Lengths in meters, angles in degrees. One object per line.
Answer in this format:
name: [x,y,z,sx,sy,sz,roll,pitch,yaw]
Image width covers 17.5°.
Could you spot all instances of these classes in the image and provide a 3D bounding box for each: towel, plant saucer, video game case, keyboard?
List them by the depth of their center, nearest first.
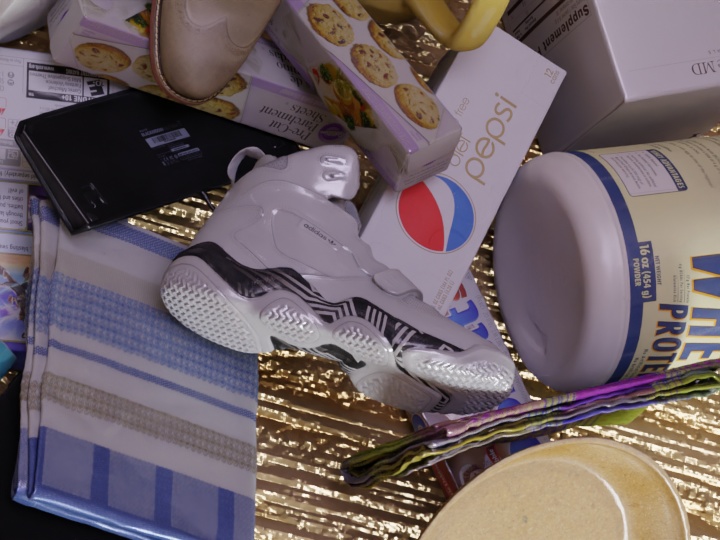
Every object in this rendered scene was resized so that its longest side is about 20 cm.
towel: [-0.120,0.059,1.271,0.146,0.024,0.201,21,47,-28]
towel: [0.096,0.088,1.326,0.199,0.144,0.023,-11,81,-24]
video game case: [-0.231,-0.038,1.326,0.199,0.045,0.182,6,71,-20]
plant saucer: [0.096,0.179,1.338,0.199,0.035,0.201,-12,117,-24]
keyboard: [-0.101,-0.052,1.348,0.200,0.021,0.127,-22,72,-50]

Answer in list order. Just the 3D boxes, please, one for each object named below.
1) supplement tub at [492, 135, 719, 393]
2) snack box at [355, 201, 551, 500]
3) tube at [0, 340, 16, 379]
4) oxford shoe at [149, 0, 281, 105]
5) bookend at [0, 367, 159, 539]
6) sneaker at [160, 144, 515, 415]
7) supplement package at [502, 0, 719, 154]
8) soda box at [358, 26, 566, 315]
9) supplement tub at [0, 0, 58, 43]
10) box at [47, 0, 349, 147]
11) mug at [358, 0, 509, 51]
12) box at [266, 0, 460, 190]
supplement tub: [0.196,-0.008,1.420,0.199,0.145,0.146,-7,76,-22]
snack box: [0.049,0.047,1.415,0.072,0.024,0.201,-21,81,-26]
tube: [-0.262,0.109,1.237,0.200,0.077,0.050,-54,126,-14]
oxford shoe: [-0.061,-0.186,1.303,0.070,0.075,0.201,20,93,-23]
bookend: [-0.165,0.191,1.219,0.200,0.092,0.199,39,44,-4]
sneaker: [0.000,0.000,1.280,0.199,0.075,0.115,18,63,8]
supplement package: [0.163,-0.186,1.479,0.121,0.120,0.201,-11,77,-24]
soda box: [0.048,-0.050,1.398,0.068,0.064,0.200,31,64,-7]
supplement tub: [-0.222,-0.247,1.343,0.145,0.145,0.200,-36,87,-26]
box: [-0.088,-0.120,1.375,0.199,0.041,0.039,17,43,-33]
mug: [0.024,-0.224,1.401,0.149,0.154,0.187,20,36,-7]
box: [-0.017,-0.134,1.363,0.041,0.039,0.200,-24,64,-28]
